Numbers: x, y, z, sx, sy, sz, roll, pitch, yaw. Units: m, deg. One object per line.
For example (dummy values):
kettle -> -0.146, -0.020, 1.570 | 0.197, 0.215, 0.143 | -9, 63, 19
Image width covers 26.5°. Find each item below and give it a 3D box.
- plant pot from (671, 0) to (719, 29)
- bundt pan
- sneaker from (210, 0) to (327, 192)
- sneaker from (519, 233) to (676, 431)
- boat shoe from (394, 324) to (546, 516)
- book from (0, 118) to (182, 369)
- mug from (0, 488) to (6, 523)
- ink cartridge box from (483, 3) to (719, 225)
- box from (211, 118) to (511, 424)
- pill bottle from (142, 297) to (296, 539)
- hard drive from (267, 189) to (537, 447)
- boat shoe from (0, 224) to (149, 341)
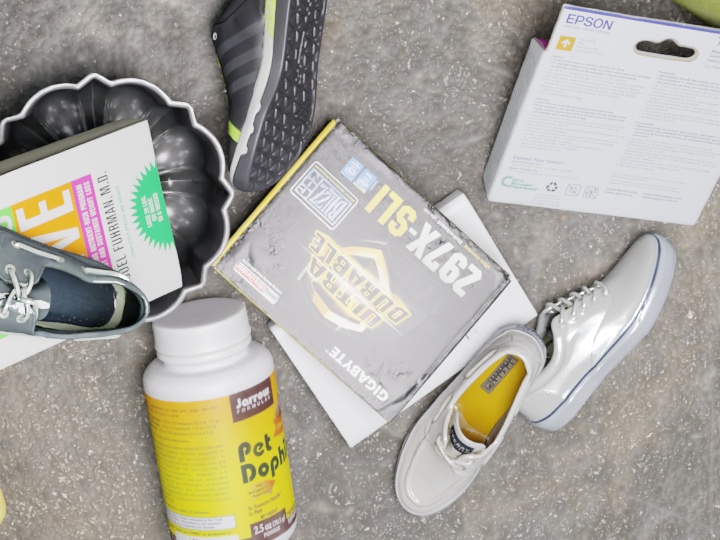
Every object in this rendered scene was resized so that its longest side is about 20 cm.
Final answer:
plant pot -> 0.306, -0.270, 1.225 | 0.184, 0.200, 0.201 | 35, 94, -30
bundt pan -> -0.202, -0.058, 1.206 | 0.200, 0.076, 0.204 | -3, 104, -12
sneaker -> -0.080, -0.164, 1.215 | 0.071, 0.082, 0.202 | 6, 99, -58
sneaker -> 0.196, 0.047, 1.327 | 0.071, 0.073, 0.201 | 32, 96, -25
boat shoe -> 0.088, 0.137, 1.305 | 0.071, 0.070, 0.201 | 38, 111, 2
book -> -0.225, -0.017, 1.103 | 0.199, 0.048, 0.135 | -28, 114, -41
mug -> -0.376, 0.229, 1.208 | 0.185, 0.150, 0.154 | -22, 116, 0
ink cartridge box -> 0.221, -0.132, 1.261 | 0.194, 0.044, 0.201 | 7, 130, -14
box -> 0.000, 0.000, 1.259 | 0.200, 0.049, 0.160 | 42, 87, -7
pill bottle -> -0.117, 0.130, 1.256 | 0.108, 0.109, 0.202 | -11, 107, -10
hard drive -> 0.037, 0.042, 1.314 | 0.199, 0.026, 0.132 | -35, 109, -3
boat shoe -> -0.226, 0.009, 1.028 | 0.199, 0.061, 0.074 | 17, 84, -48
